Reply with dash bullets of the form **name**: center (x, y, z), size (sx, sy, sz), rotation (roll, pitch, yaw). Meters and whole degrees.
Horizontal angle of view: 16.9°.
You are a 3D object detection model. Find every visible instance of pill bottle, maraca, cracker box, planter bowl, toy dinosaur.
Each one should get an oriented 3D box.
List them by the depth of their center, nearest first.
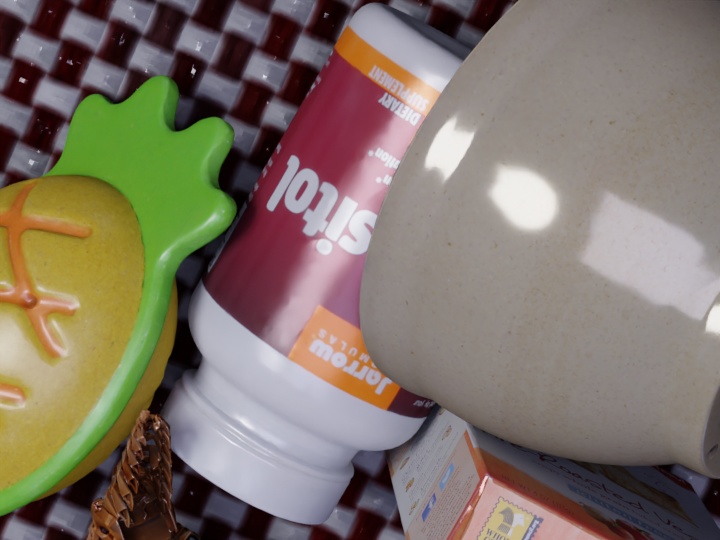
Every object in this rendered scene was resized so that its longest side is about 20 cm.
- **planter bowl**: center (0.115, -0.005, 0.916), size (0.135, 0.200, 0.201), rotation (36, 100, 27)
- **cracker box**: center (0.085, 0.107, 0.990), size (0.134, 0.200, 0.058), rotation (28, 98, -9)
- **maraca**: center (-0.125, 0.011, 1.000), size (0.200, 0.137, 0.107), rotation (-54, 139, 2)
- **pill bottle**: center (0.000, 0.000, 1.006), size (0.113, 0.113, 0.200), rotation (29, 99, -9)
- **toy dinosaur**: center (-0.085, 0.150, 1.016), size (0.102, 0.136, 0.200), rotation (-39, 136, -13)
